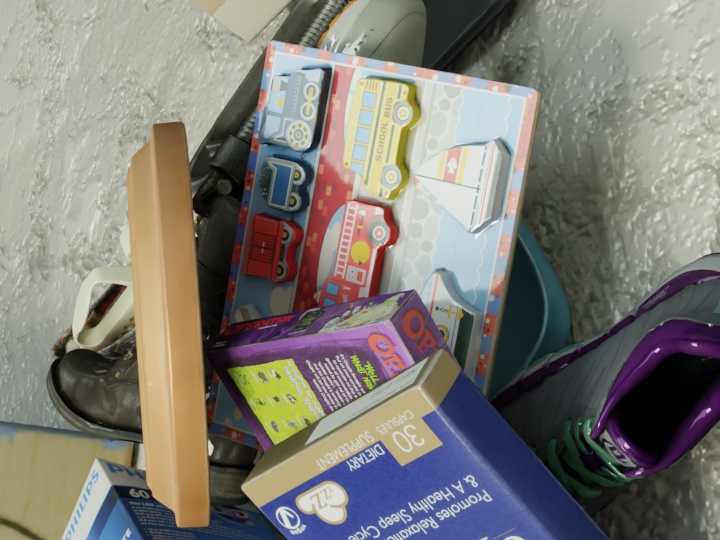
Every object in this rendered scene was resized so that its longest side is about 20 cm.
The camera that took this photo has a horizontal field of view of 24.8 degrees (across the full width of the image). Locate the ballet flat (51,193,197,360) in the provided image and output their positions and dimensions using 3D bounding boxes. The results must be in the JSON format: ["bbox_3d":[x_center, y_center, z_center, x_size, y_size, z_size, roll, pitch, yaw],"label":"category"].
[{"bbox_3d":[-0.134,0.006,1.043,0.200,0.071,0.069,-48,40,30],"label":"ballet flat"}]

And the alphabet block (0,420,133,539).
[{"bbox_3d":[-0.285,0.200,1.075,0.196,0.195,0.201,-9,74,50],"label":"alphabet block"}]

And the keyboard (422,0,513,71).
[{"bbox_3d":[0.061,-0.188,0.909,0.200,0.021,0.127,-43,51,33],"label":"keyboard"}]

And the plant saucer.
[{"bbox_3d":[-0.096,0.027,0.816,0.200,0.032,0.201,176,90,-83],"label":"plant saucer"}]

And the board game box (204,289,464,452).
[{"bbox_3d":[0.023,0.103,0.749,0.120,0.201,0.032,-8,29,46],"label":"board game box"}]

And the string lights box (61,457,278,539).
[{"bbox_3d":[-0.081,0.181,0.887,0.200,0.102,0.059,44,113,56],"label":"string lights box"}]

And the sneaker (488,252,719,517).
[{"bbox_3d":[0.099,0.071,0.719,0.074,0.088,0.200,43,121,1],"label":"sneaker"}]

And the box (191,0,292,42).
[{"bbox_3d":[-0.029,-0.238,0.962,0.200,0.078,0.095,-39,27,36],"label":"box"}]

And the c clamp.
[{"bbox_3d":[-0.042,-0.108,0.917,0.200,0.027,0.171,-59,14,-16],"label":"c clamp"}]

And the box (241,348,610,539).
[{"bbox_3d":[0.055,0.136,0.707,0.121,0.200,0.032,-34,14,40],"label":"box"}]

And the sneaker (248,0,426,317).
[{"bbox_3d":[0.015,-0.040,0.828,0.092,0.076,0.201,19,102,29],"label":"sneaker"}]

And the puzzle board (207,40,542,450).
[{"bbox_3d":[0.000,0.000,0.785,0.150,0.017,0.201,14,99,30],"label":"puzzle board"}]

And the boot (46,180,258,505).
[{"bbox_3d":[-0.098,0.027,0.966,0.200,0.069,0.175,24,101,41],"label":"boot"}]

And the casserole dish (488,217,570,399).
[{"bbox_3d":[0.045,0.006,0.856,0.121,0.039,0.200,-52,46,26],"label":"casserole dish"}]
